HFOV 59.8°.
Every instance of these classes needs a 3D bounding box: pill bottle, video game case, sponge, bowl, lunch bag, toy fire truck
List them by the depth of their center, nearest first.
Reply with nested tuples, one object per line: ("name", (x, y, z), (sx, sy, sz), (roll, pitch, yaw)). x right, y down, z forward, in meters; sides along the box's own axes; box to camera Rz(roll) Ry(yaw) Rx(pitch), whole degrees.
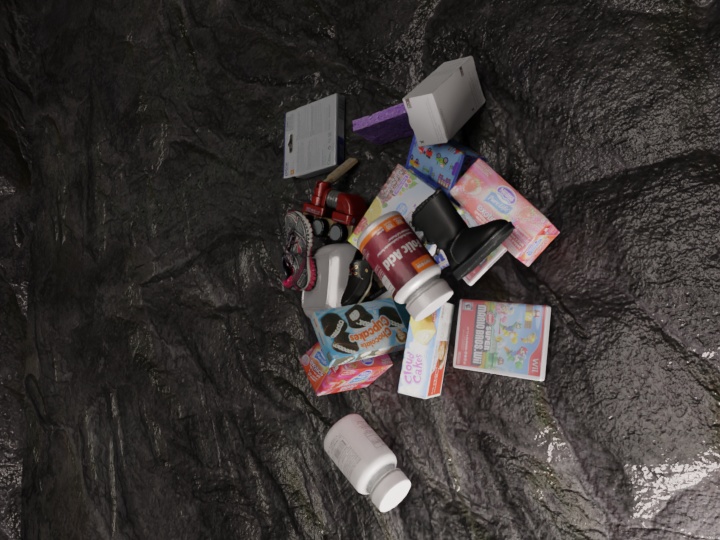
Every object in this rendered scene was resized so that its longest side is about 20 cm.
("pill bottle", (0.089, -0.008, 1.251), (0.114, 0.114, 0.201), (-43, 73, 24))
("video game case", (0.284, 0.138, 1.278), (0.197, 0.017, 0.146), (3, 83, 39))
("video game case", (0.256, -0.089, 1.321), (0.200, 0.017, 0.144), (-46, 62, 14))
("pill bottle", (0.016, 0.427, 1.393), (0.200, 0.113, 0.115), (42, 108, 36))
("lunch bag", (0.165, -0.197, 1.416), (0.150, 0.093, 0.203), (38, 117, 34))
("sponge", (0.089, -0.348, 1.477), (0.197, 0.111, 0.030), (-10, 74, 37))
("bowl", (-0.081, 0.031, 1.540), (0.199, 0.074, 0.204), (-5, 79, 57))
("toy fire truck", (-0.049, -0.182, 1.570), (0.174, 0.128, 0.204), (18, 103, 39))

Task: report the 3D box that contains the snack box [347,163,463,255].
("snack box", (0.096, -0.096, 1.350), (0.168, 0.068, 0.201), (39, 103, 16))

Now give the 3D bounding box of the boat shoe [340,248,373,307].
("boat shoe", (-0.002, 0.000, 1.432), (0.073, 0.063, 0.204), (-7, 51, 52))

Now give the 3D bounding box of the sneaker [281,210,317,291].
("sneaker", (-0.158, -0.051, 1.527), (0.080, 0.074, 0.204), (-32, 62, 48))

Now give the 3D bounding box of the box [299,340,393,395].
("box", (-0.029, 0.206, 1.412), (0.100, 0.199, 0.096), (-43, 65, 25))

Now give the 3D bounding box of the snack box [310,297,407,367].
("snack box", (0.002, 0.129, 1.344), (0.117, 0.197, 0.037), (65, 146, 26))

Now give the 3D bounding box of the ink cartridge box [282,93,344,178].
("ink cartridge box", (-0.127, -0.356, 1.701), (0.197, 0.040, 0.204), (-7, 78, 39))

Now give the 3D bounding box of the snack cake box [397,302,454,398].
("snack cake box", (0.142, 0.163, 1.331), (0.066, 0.115, 0.204), (9, 86, 21))

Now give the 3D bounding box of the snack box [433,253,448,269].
("snack box", (0.200, -0.056, 1.388), (0.199, 0.024, 0.073), (-31, 66, 30))

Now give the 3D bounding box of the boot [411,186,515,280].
("boot", (0.188, -0.087, 1.201), (0.164, 0.073, 0.199), (55, 147, 11))

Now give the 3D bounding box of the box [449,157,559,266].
("box", (0.283, -0.116, 1.242), (0.095, 0.102, 0.200), (-48, 61, 13))

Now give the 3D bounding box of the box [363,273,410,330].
("box", (0.058, 0.080, 1.464), (0.082, 0.049, 0.203), (-33, 63, 30))

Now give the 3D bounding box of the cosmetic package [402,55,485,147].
("cosmetic package", (0.181, -0.362, 1.337), (0.080, 0.114, 0.201), (0, 37, 39))
